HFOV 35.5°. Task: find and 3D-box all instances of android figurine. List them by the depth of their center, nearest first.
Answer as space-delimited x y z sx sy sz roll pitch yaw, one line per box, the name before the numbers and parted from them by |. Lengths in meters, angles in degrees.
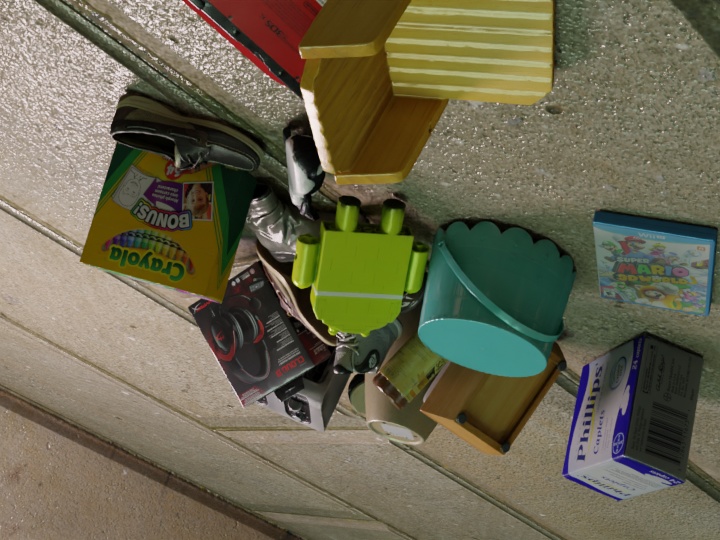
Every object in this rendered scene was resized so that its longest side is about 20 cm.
android figurine | 0.000 0.000 1.477 0.178 0.041 0.203 1 119 -13

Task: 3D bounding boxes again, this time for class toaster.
toaster | -0.100 0.138 1.857 0.178 0.202 0.119 21 156 13

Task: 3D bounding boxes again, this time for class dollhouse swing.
dollhouse swing | 0.069 -0.173 1.042 0.173 0.183 0.201 20 154 20

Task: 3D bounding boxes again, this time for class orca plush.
orca plush | -0.051 -0.117 1.386 0.070 0.107 0.201 -13 154 -7

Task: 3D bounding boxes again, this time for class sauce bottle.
sauce bottle | 0.104 0.107 1.601 0.066 0.200 0.066 44 177 3

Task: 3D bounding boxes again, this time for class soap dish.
soap dish | 0.200 0.161 1.642 0.157 0.202 0.081 36 178 -35

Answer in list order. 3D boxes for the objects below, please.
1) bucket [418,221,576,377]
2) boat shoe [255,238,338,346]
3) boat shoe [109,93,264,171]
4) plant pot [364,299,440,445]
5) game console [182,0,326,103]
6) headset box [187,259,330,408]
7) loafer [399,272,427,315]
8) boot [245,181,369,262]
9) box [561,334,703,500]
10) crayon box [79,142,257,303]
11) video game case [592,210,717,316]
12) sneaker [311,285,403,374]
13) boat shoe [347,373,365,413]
bucket | 0.175 0.042 1.476 0.203 0.137 0.208 14 158 6
boat shoe | -0.086 0.033 1.651 0.200 0.072 0.072 48 156 13
boat shoe | -0.221 -0.158 1.426 0.197 0.066 0.073 18 156 0
plant pot | 0.080 0.153 1.715 0.184 0.203 0.188 15 157 7
game console | -0.090 -0.269 1.142 0.171 0.120 0.199 -34 132 23
headset box | -0.150 0.102 1.732 0.147 0.202 0.075 -30 179 22
loafer | 0.009 0.019 1.631 0.197 0.074 0.071 -1 151 39
boot | -0.094 -0.070 1.532 0.198 0.069 0.131 -5 142 42
box | 0.393 0.218 1.636 0.103 0.187 0.200 20 157 -8
crayon box | -0.255 -0.067 1.497 0.197 0.176 0.058 13 171 20
video game case | 0.360 -0.006 1.379 0.141 0.018 0.201 11 155 20
sneaker | -0.020 0.081 1.556 0.074 0.117 0.200 3 150 46
boat shoe | 0.071 0.171 1.858 0.063 0.198 0.075 -121 9 -73
